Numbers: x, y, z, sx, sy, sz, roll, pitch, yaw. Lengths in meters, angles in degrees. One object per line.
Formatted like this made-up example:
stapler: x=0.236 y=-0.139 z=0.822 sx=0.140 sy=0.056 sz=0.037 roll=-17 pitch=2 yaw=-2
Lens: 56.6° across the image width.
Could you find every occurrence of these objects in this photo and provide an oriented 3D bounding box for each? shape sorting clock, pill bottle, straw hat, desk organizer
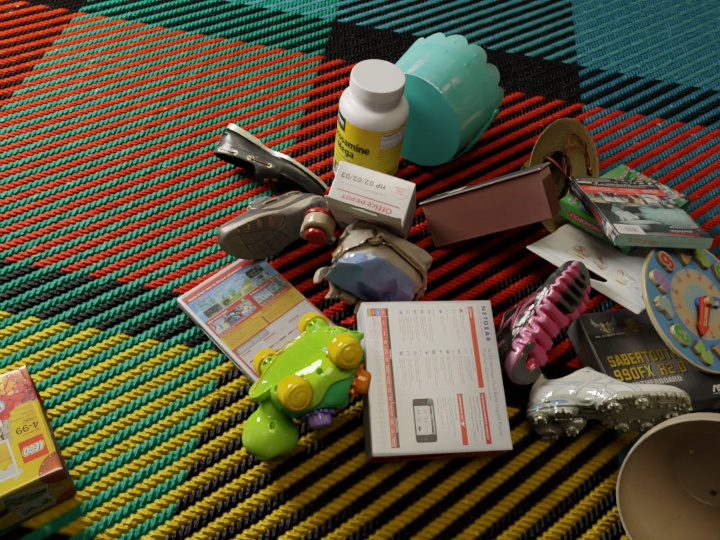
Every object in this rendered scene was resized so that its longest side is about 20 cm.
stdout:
shape sorting clock: x=0.477 y=0.047 z=0.940 sx=0.199 sy=0.039 sz=0.201 roll=10 pitch=66 yaw=-24
pill bottle: x=0.017 y=-0.233 z=1.088 sx=0.112 sy=0.200 sz=0.113 roll=4 pitch=51 yaw=-5
straw hat: x=0.316 y=-0.156 z=1.137 sx=0.201 sy=0.202 sz=0.085 roll=-37 pitch=24 yaw=-31
desk organizer: x=0.203 y=-0.101 z=1.046 sx=0.199 sy=0.077 sz=0.072 roll=-14 pitch=9 yaw=31

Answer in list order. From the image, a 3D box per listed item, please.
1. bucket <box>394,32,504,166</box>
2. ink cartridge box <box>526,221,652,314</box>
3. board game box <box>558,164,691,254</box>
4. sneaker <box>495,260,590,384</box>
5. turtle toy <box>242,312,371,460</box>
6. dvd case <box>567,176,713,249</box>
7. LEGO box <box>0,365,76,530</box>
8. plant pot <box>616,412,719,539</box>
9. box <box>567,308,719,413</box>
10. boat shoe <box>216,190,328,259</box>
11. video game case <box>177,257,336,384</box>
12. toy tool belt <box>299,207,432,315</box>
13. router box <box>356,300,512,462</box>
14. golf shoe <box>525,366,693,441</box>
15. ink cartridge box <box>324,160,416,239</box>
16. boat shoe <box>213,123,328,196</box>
bucket: x=0.127 y=-0.289 z=1.154 sx=0.207 sy=0.208 sz=0.135 roll=32 pitch=56 yaw=17
ink cartridge box: x=0.379 y=-0.004 z=1.021 sx=0.173 sy=0.044 sz=0.200 roll=-26 pitch=47 yaw=-32
board game box: x=0.433 y=-0.106 z=1.096 sx=0.200 sy=0.029 sz=0.134 roll=-27 pitch=50 yaw=-34
sneaker: x=0.242 y=0.061 z=0.939 sx=0.200 sy=0.079 sz=0.095 roll=-50 pitch=30 yaw=-13
turtle toy: x=-0.069 y=0.145 z=0.824 sx=0.200 sy=0.101 sz=0.146 roll=-39 pitch=24 yaw=-12
dvd case: x=0.416 y=-0.092 z=1.016 sx=0.145 sy=0.022 sz=0.200 roll=2 pitch=30 yaw=-7
LEGO box: x=-0.445 y=0.220 z=0.742 sx=0.199 sy=0.077 sz=0.149 roll=-23 pitch=58 yaw=-24
plant pot: x=0.415 y=0.253 z=0.784 sx=0.200 sy=0.201 sz=0.134 roll=37 pitch=22 yaw=21
box: x=0.420 y=0.129 z=0.953 sx=0.199 sy=0.048 sz=0.159 roll=-5 pitch=53 yaw=-12
boat shoe: x=-0.139 y=-0.072 z=1.023 sx=0.200 sy=0.075 sz=0.073 roll=-21 pitch=37 yaw=-41
video game case: x=-0.141 y=0.069 z=0.943 sx=0.143 sy=0.017 sz=0.200 roll=-36 pitch=64 yaw=-30
toy tool belt: x=0.000 y=0.000 z=0.946 sx=0.199 sy=0.125 sz=0.123 roll=23 pitch=56 yaw=-14
router box: x=0.091 y=0.141 z=0.867 sx=0.179 sy=0.049 sz=0.201 roll=0 pitch=66 yaw=-8
golf shoe: x=0.313 y=0.156 z=0.861 sx=0.199 sy=0.078 sz=0.097 roll=-8 pitch=39 yaw=21
ink cartridge box: x=0.019 y=-0.098 z=0.980 sx=0.115 sy=0.200 sz=0.068 roll=18 pitch=84 yaw=7
boat shoe: x=-0.148 y=-0.168 z=1.105 sx=0.201 sy=0.074 sz=0.063 roll=29 pitch=82 yaw=6
